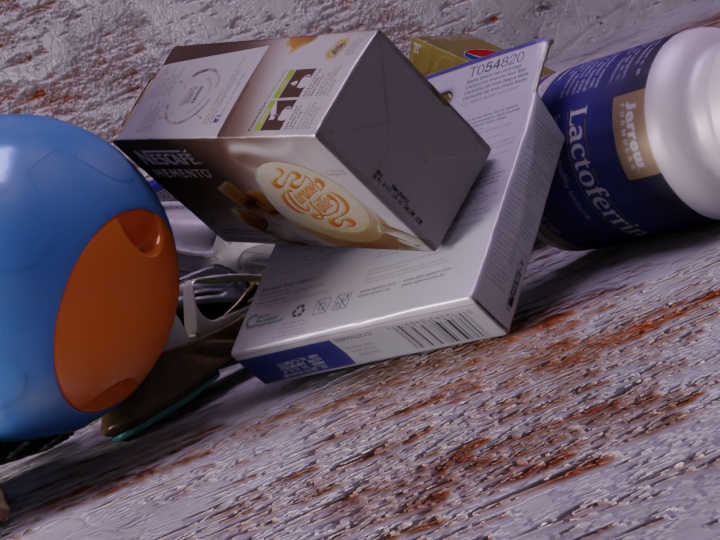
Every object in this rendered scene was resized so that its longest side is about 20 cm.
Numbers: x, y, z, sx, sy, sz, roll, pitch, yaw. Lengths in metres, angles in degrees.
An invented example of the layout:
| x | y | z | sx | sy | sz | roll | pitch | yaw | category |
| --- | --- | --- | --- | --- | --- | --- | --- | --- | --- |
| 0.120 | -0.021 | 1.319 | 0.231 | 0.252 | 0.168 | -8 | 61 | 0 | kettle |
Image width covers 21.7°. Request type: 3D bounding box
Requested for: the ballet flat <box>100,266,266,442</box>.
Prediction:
| x | y | z | sx | sy | sz | roll | pitch | yaw | category |
| --- | --- | --- | --- | --- | --- | --- | --- | --- | --- |
| -0.109 | 0.044 | 1.265 | 0.200 | 0.072 | 0.068 | -28 | 8 | -39 | ballet flat |

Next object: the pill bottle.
| x | y | z | sx | sy | sz | roll | pitch | yaw | category |
| --- | --- | --- | --- | --- | --- | --- | --- | --- | --- |
| 0.185 | -0.081 | 1.127 | 0.116 | 0.116 | 0.200 | -27 | 8 | -37 | pill bottle |

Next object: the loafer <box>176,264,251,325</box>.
| x | y | z | sx | sy | sz | roll | pitch | yaw | category |
| --- | --- | --- | --- | --- | --- | --- | --- | --- | --- |
| -0.165 | 0.058 | 1.345 | 0.200 | 0.068 | 0.070 | -28 | 22 | -13 | loafer |

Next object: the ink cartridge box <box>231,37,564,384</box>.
| x | y | z | sx | sy | sz | roll | pitch | yaw | category |
| --- | --- | --- | --- | --- | --- | --- | --- | --- | --- |
| 0.029 | -0.034 | 1.146 | 0.199 | 0.041 | 0.200 | -14 | 46 | 41 | ink cartridge box |

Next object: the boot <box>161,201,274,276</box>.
| x | y | z | sx | sy | sz | roll | pitch | yaw | category |
| --- | --- | --- | --- | --- | --- | --- | --- | --- | --- |
| -0.080 | -0.037 | 1.414 | 0.199 | 0.074 | 0.096 | 6 | -36 | -18 | boot |

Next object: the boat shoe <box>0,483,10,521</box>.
| x | y | z | sx | sy | sz | roll | pitch | yaw | category |
| --- | --- | --- | --- | --- | --- | --- | --- | --- | --- |
| -0.259 | 0.122 | 1.138 | 0.072 | 0.072 | 0.200 | -24 | 5 | -16 | boat shoe |

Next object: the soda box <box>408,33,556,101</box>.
| x | y | z | sx | sy | sz | roll | pitch | yaw | category |
| --- | --- | --- | --- | --- | --- | --- | --- | --- | --- |
| 0.121 | -0.133 | 1.527 | 0.064 | 0.068 | 0.200 | -9 | 26 | -36 | soda box |

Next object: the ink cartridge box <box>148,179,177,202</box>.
| x | y | z | sx | sy | sz | roll | pitch | yaw | category |
| --- | --- | --- | --- | --- | --- | --- | --- | --- | --- |
| -0.182 | 0.004 | 1.532 | 0.076 | 0.137 | 0.200 | -31 | 11 | -35 | ink cartridge box |

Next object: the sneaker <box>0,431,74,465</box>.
| x | y | z | sx | sy | sz | roll | pitch | yaw | category |
| --- | --- | --- | --- | --- | --- | --- | --- | --- | --- |
| -0.276 | 0.082 | 1.233 | 0.200 | 0.085 | 0.077 | 9 | -26 | -36 | sneaker |

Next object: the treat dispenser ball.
| x | y | z | sx | sy | sz | roll | pitch | yaw | category |
| --- | --- | --- | --- | --- | --- | --- | --- | --- | --- |
| -0.212 | 0.005 | 1.159 | 0.200 | 0.201 | 0.201 | -22 | 7 | 3 | treat dispenser ball |

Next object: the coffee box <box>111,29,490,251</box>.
| x | y | z | sx | sy | sz | roll | pitch | yaw | category |
| --- | --- | --- | --- | --- | --- | --- | --- | --- | --- |
| -0.038 | -0.076 | 1.120 | 0.200 | 0.114 | 0.080 | 4 | 58 | 48 | coffee box |
